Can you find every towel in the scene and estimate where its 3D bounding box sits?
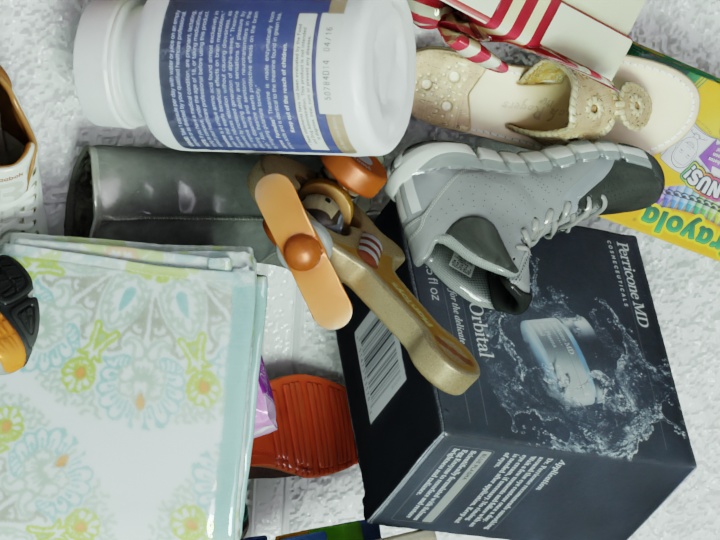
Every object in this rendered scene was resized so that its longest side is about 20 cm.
[{"bbox_3d":[-0.150,0.079,1.633,0.170,0.048,0.202,5,87,5],"label":"towel"}]

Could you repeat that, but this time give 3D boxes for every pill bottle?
[{"bbox_3d":[-0.073,-0.129,1.632,0.198,0.111,0.112,3,117,20],"label":"pill bottle"}]

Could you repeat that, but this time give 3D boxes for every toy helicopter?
[{"bbox_3d":[0.000,0.000,1.635,0.079,0.200,0.132,-48,160,17],"label":"toy helicopter"}]

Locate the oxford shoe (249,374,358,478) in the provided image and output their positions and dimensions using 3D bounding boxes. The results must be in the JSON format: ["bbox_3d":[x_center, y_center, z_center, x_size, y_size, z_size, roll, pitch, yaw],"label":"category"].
[{"bbox_3d":[-0.078,0.113,1.813,0.199,0.072,0.072,1,78,-38],"label":"oxford shoe"}]

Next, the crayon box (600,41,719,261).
[{"bbox_3d":[0.240,-0.078,1.863,0.199,0.058,0.119,18,102,-28],"label":"crayon box"}]

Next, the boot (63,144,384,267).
[{"bbox_3d":[-0.089,-0.070,1.728,0.198,0.073,0.183,7,108,-19],"label":"boot"}]

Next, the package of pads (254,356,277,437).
[{"bbox_3d":[-0.162,0.074,1.697,0.199,0.076,0.121,-18,79,1],"label":"package of pads"}]

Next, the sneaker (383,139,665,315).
[{"bbox_3d":[0.116,-0.022,1.728,0.198,0.116,0.075,-1,149,-18],"label":"sneaker"}]

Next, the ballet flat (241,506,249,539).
[{"bbox_3d":[-0.172,0.173,1.792,0.199,0.068,0.067,15,128,-26],"label":"ballet flat"}]

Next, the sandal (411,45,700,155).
[{"bbox_3d":[0.128,-0.109,1.754,0.210,0.070,0.078,7,102,-2],"label":"sandal"}]

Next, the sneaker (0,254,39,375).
[{"bbox_3d":[-0.269,0.022,1.622,0.075,0.200,0.093,-15,129,-40],"label":"sneaker"}]

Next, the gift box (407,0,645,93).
[{"bbox_3d":[0.109,-0.222,1.677,0.199,0.185,0.188,26,98,-25],"label":"gift box"}]

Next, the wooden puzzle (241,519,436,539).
[{"bbox_3d":[-0.072,0.197,1.720,0.199,0.185,0.047,-17,84,26],"label":"wooden puzzle"}]

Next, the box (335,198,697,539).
[{"bbox_3d":[0.099,0.070,1.769,0.199,0.198,0.118,9,140,-26],"label":"box"}]

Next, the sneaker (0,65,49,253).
[{"bbox_3d":[-0.236,-0.047,1.660,0.072,0.085,0.201,-20,119,-16],"label":"sneaker"}]
